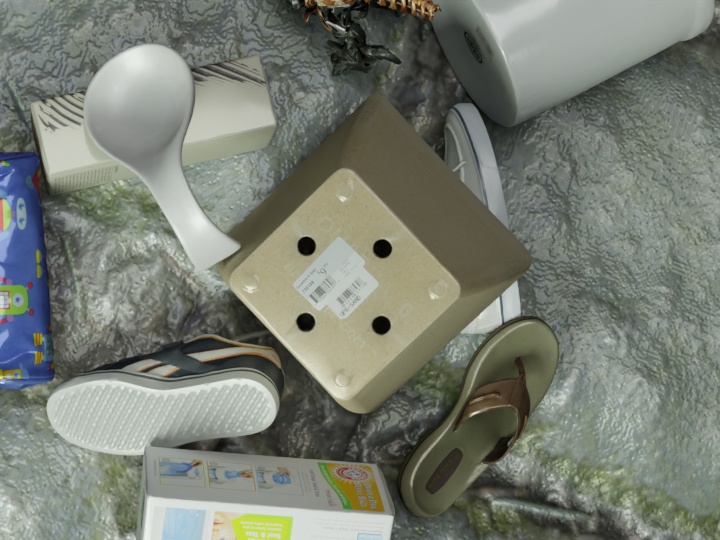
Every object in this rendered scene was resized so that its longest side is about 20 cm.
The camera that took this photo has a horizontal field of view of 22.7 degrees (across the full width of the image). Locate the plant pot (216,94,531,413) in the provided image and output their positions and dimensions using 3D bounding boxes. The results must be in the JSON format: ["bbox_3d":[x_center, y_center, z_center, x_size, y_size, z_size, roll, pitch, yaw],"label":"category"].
[{"bbox_3d":[0.000,0.000,1.457,0.200,0.177,0.200,-43,91,12],"label":"plant pot"}]

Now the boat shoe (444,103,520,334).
[{"bbox_3d":[0.080,-0.042,1.570,0.086,0.075,0.203,-10,93,-8],"label":"boat shoe"}]

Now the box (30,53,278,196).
[{"bbox_3d":[-0.176,-0.123,1.528,0.199,0.082,0.069,-14,83,-13],"label":"box"}]

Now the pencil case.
[{"bbox_3d":[-0.298,-0.001,1.473,0.087,0.078,0.201,-6,92,-28],"label":"pencil case"}]

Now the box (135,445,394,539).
[{"bbox_3d":[-0.081,0.219,1.464,0.199,0.101,0.113,5,107,-9],"label":"box"}]

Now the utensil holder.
[{"bbox_3d":[0.178,-0.239,1.566,0.200,0.170,0.170,-29,87,-10],"label":"utensil holder"}]

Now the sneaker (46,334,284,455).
[{"bbox_3d":[-0.159,0.103,1.504,0.199,0.079,0.079,-3,117,11],"label":"sneaker"}]

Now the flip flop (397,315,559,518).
[{"bbox_3d":[0.108,0.130,1.539,0.081,0.058,0.200,45,78,-25],"label":"flip flop"}]

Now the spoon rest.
[{"bbox_3d":[-0.158,-0.098,1.430,0.099,0.061,0.200,-31,66,7],"label":"spoon rest"}]

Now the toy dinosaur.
[{"bbox_3d":[-0.016,-0.238,1.540,0.102,0.136,0.200,-41,48,2],"label":"toy dinosaur"}]
